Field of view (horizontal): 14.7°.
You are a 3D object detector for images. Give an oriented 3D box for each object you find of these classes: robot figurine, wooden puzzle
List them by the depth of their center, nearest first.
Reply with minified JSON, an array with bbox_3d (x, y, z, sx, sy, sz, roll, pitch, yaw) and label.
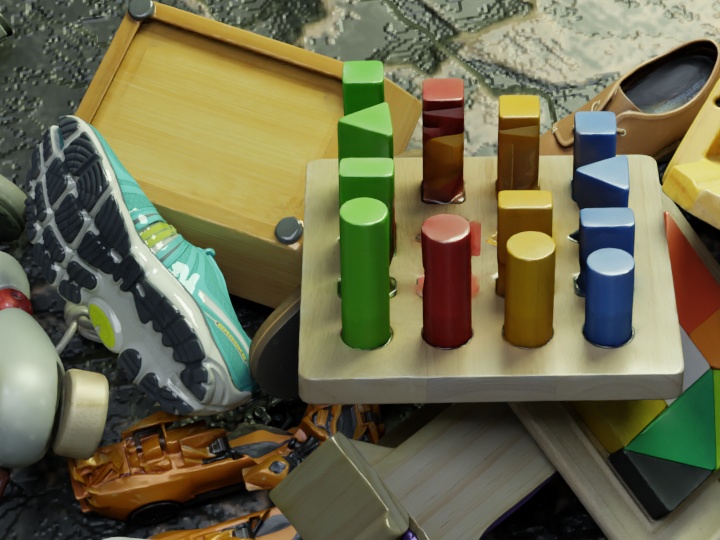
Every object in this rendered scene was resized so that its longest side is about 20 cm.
[{"bbox_3d":[0.160,0.050,1.548,0.200,0.037,0.185,50,52,3],"label":"wooden puzzle"},{"bbox_3d":[-0.060,0.126,1.589,0.199,0.058,0.146,-17,64,-2],"label":"robot figurine"}]

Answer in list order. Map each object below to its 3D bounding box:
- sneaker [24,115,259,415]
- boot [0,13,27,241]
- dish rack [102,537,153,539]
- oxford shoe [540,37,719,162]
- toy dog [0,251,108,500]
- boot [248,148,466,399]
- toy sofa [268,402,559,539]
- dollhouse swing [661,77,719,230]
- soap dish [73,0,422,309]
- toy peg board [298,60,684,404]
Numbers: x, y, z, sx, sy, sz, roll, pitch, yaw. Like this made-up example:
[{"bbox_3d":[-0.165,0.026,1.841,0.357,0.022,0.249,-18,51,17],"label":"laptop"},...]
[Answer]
[{"bbox_3d":[-0.125,0.000,1.597,0.077,0.079,0.200,-44,70,31],"label":"sneaker"},{"bbox_3d":[-0.256,-0.113,1.726,0.199,0.068,0.131,31,67,20],"label":"boot"},{"bbox_3d":[-0.077,0.235,1.481,0.199,0.044,0.173,2,71,29],"label":"dish rack"},{"bbox_3d":[0.138,-0.074,1.663,0.200,0.071,0.071,-39,68,-11],"label":"oxford shoe"},{"bbox_3d":[-0.204,0.069,1.603,0.131,0.200,0.097,22,108,0],"label":"toy dog"},{"bbox_3d":[0.000,0.000,1.605,0.075,0.074,0.200,28,56,38],"label":"boot"},{"bbox_3d":[0.055,0.098,1.537,0.200,0.083,0.098,-36,86,-38],"label":"toy sofa"},{"bbox_3d":[0.286,-0.066,1.564,0.199,0.176,0.182,31,87,14],"label":"dollhouse swing"},{"bbox_3d":[-0.082,-0.072,1.678,0.199,0.081,0.158,18,67,16],"label":"soap dish"},{"bbox_3d":[0.067,-0.030,1.486,0.198,0.098,0.200,-1,37,1],"label":"toy peg board"}]
